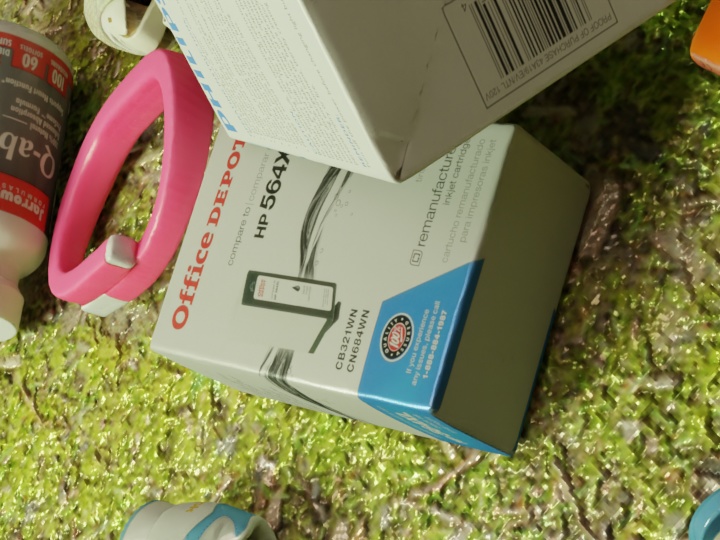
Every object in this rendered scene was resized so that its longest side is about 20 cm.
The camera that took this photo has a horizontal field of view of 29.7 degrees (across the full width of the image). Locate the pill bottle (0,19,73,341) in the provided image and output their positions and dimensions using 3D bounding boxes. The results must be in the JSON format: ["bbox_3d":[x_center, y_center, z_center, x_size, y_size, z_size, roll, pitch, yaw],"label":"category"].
[{"bbox_3d":[-0.264,-0.060,0.919,0.115,0.116,0.201,-11,66,35],"label":"pill bottle"}]

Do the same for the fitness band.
[{"bbox_3d":[-0.144,-0.053,0.828,0.200,0.037,0.144,-27,52,57],"label":"fitness band"}]

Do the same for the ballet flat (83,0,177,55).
[{"bbox_3d":[-0.121,-0.169,0.838,0.200,0.067,0.063,-24,46,50],"label":"ballet flat"}]

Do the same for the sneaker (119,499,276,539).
[{"bbox_3d":[-0.093,0.218,0.695,0.080,0.076,0.201,-6,70,34],"label":"sneaker"}]

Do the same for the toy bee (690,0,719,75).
[{"bbox_3d":[0.227,-0.174,0.605,0.131,0.108,0.200,60,135,29],"label":"toy bee"}]

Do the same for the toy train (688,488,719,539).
[{"bbox_3d":[0.220,0.087,0.507,0.200,0.085,0.116,-45,37,15],"label":"toy train"}]

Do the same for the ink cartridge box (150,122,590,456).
[{"bbox_3d":[0.000,0.000,0.706,0.199,0.084,0.147,8,76,40],"label":"ink cartridge box"}]

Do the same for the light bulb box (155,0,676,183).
[{"bbox_3d":[0.022,-0.152,0.638,0.198,0.125,0.200,-33,23,-15],"label":"light bulb box"}]
